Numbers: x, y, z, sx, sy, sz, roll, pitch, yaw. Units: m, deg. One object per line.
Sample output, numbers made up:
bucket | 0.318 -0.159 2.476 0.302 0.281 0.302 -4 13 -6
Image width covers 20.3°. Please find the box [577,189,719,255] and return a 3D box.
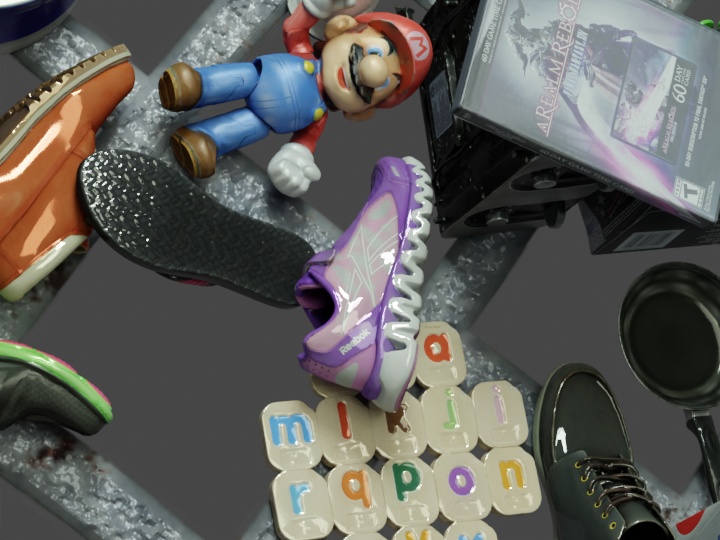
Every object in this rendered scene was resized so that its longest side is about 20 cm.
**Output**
box | 0.271 -0.093 1.517 0.199 0.132 0.115 -4 70 -22

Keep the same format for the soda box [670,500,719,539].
soda box | 0.249 0.203 1.361 0.063 0.200 0.068 12 67 -14

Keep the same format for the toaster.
toaster | 0.120 -0.137 1.455 0.118 0.181 0.201 -1 72 -23

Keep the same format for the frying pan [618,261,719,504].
frying pan | 0.261 0.083 1.505 0.115 0.031 0.190 -27 85 -26

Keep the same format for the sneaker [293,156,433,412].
sneaker | 0.000 0.000 1.410 0.088 0.081 0.201 10 57 -4

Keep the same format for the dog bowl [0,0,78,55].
dog bowl | -0.279 -0.255 1.409 0.200 0.079 0.201 7 68 -17

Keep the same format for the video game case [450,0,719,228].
video game case | 0.166 -0.129 1.360 0.200 0.019 0.143 23 65 -16

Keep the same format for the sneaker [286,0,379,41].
sneaker | 0.025 -0.256 1.515 0.074 0.087 0.200 36 62 -3

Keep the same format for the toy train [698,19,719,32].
toy train | 0.280 -0.172 1.592 0.200 0.056 0.042 -19 63 -24

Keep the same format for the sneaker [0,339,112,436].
sneaker | -0.261 0.083 1.305 0.199 0.077 0.084 12 85 -12

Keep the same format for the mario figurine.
mario figurine | -0.036 -0.133 1.428 0.200 0.124 0.106 -21 53 -18

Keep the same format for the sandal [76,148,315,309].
sandal | -0.118 -0.021 1.394 0.200 0.045 0.075 26 65 -33

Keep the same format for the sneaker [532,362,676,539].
sneaker | 0.178 0.151 1.408 0.075 0.106 0.201 1 71 -19

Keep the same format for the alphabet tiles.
alphabet tiles | 0.029 0.134 1.412 0.199 0.015 0.196 -4 73 -21

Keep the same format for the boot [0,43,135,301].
boot | -0.208 -0.069 1.379 0.107 0.075 0.200 48 61 -13
